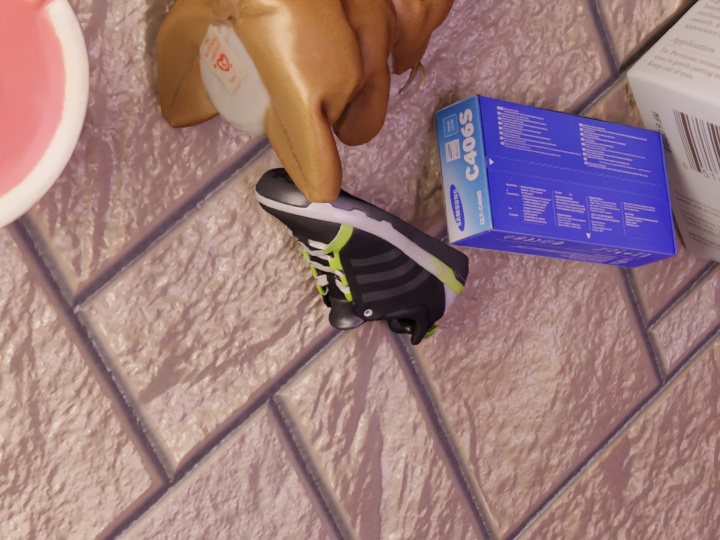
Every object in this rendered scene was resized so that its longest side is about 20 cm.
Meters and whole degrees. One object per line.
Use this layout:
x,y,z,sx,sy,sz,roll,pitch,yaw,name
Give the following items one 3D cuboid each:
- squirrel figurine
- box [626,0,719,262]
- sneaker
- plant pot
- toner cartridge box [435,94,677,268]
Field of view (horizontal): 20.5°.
-0.015,-0.171,1.172,0.186,0.141,0.202,-31,128,-36,squirrel figurine
0.341,-0.102,1.470,0.171,0.198,0.201,-45,133,-19,box
0.000,0.000,1.297,0.199,0.071,0.083,26,91,-45,sneaker
-0.236,-0.106,0.969,0.199,0.177,0.202,-17,118,-36,plant pot
0.139,-0.059,1.389,0.199,0.043,0.096,7,71,-43,toner cartridge box
